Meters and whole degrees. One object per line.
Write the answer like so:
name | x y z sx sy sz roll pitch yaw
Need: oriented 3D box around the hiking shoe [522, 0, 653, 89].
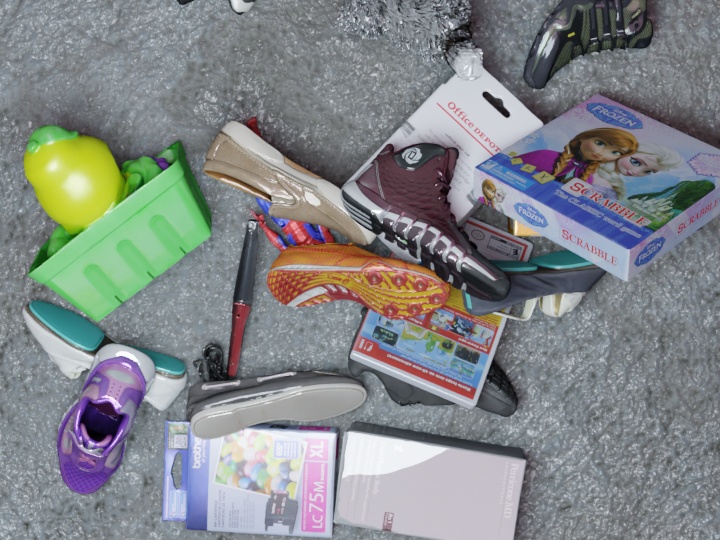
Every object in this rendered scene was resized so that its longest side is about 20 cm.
hiking shoe | 0.258 -0.260 1.434 0.100 0.076 0.200 41 94 3

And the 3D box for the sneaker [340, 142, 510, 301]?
sneaker | 0.086 -0.064 1.352 0.199 0.076 0.116 34 75 11

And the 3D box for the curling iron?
curling iron | -0.139 0.040 1.478 0.049 0.026 0.202 9 110 -26

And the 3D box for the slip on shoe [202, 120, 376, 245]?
slip on shoe | -0.075 -0.078 1.420 0.199 0.076 0.061 36 77 -1

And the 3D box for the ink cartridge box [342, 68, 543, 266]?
ink cartridge box | 0.088 -0.111 1.438 0.116 0.067 0.200 43 80 8

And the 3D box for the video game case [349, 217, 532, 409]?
video game case | 0.089 0.031 1.447 0.142 0.017 0.201 22 67 1

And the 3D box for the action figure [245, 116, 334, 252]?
action figure | -0.084 -0.068 1.483 0.065 0.052 0.201 -33 93 0

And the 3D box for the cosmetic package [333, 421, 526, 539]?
cosmetic package | 0.077 0.234 1.473 0.198 0.090 0.108 7 91 6

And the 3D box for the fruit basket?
fruit basket | -0.278 -0.075 1.436 0.213 0.156 0.218 -2 106 -6

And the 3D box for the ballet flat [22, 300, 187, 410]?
ballet flat | -0.291 0.101 1.499 0.198 0.069 0.070 23 95 -1

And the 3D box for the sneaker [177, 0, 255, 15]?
sneaker | -0.199 -0.335 1.456 0.198 0.076 0.089 18 94 3

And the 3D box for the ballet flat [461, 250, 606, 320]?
ballet flat | 0.186 0.017 1.432 0.198 0.073 0.074 -6 94 -33

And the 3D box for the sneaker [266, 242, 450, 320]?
sneaker | 0.000 0.000 1.412 0.198 0.077 0.074 9 130 17

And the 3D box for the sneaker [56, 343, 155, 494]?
sneaker | -0.286 0.176 1.461 0.080 0.089 0.201 21 123 -9

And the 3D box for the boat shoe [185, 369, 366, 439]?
boat shoe | -0.094 0.133 1.481 0.198 0.067 0.057 -10 51 -7

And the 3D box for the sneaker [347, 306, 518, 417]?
sneaker | 0.077 0.114 1.479 0.199 0.076 0.091 28 106 6

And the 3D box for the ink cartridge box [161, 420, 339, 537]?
ink cartridge box | -0.125 0.231 1.508 0.198 0.042 0.121 3 94 5

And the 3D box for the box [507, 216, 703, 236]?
box | 0.256 -0.057 1.426 0.197 0.119 0.042 -2 94 3

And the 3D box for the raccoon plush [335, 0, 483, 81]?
raccoon plush | 0.047 -0.261 1.396 0.132 0.200 0.098 4 108 -10

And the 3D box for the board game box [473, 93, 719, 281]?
board game box | 0.252 -0.090 1.358 0.199 0.199 0.041 32 139 35
